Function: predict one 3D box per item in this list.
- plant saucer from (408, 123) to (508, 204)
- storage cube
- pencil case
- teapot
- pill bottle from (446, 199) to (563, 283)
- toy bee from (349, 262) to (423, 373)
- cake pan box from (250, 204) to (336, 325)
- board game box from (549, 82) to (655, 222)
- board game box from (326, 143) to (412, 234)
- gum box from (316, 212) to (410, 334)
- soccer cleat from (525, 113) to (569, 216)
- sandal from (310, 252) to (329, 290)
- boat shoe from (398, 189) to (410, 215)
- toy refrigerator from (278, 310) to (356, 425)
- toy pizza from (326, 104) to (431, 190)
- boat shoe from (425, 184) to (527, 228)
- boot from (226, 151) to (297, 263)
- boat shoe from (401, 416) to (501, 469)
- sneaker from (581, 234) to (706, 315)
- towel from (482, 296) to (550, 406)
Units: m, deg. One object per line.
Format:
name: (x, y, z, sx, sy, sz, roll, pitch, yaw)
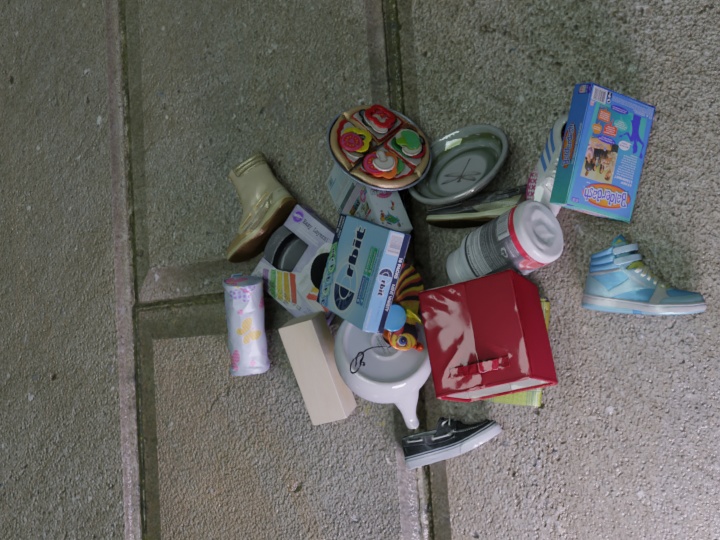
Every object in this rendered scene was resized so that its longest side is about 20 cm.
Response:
plant saucer: (0.182, -0.181, 1.498, 0.199, 0.050, 0.201, -22, 39, 19)
storage cube: (0.216, 0.116, 1.396, 0.170, 0.200, 0.182, -16, 74, 23)
pencil case: (-0.229, 0.110, 1.655, 0.082, 0.091, 0.202, -6, 105, -13)
teapot: (0.039, 0.161, 1.527, 0.195, 0.146, 0.201, 15, 61, 5)
pill bottle: (0.243, -0.033, 1.433, 0.199, 0.110, 0.112, -31, 73, 46)
toy bee: (0.067, 0.091, 1.437, 0.108, 0.131, 0.201, 22, 110, -20)
cake pan box: (-0.102, -0.006, 1.649, 0.200, 0.052, 0.185, 40, 101, 21)
board game box: (0.405, -0.193, 1.379, 0.045, 0.151, 0.202, 14, 92, 62)
board game box: (0.013, -0.125, 1.545, 0.202, 0.064, 0.148, 70, 155, 19)
gum box: (0.000, 0.000, 1.426, 0.200, 0.044, 0.172, 27, 102, 62)
soccer cleat: (0.339, -0.179, 1.420, 0.069, 0.086, 0.202, 18, 85, -9)
sandal: (-0.020, 0.022, 1.550, 0.199, 0.045, 0.076, 22, 85, 40)
boat shoe: (0.066, -0.161, 1.578, 0.066, 0.070, 0.202, -15, 72, -16)
toy refrigerator: (-0.081, 0.186, 1.590, 0.075, 0.070, 0.202, -17, 97, 22)
toy pizza: (0.037, -0.230, 1.497, 0.201, 0.199, 0.032, 52, 149, 18)
boat shoe: (0.216, -0.117, 1.504, 0.198, 0.073, 0.066, -5, 80, 14)
boot: (-0.232, -0.128, 1.705, 0.200, 0.073, 0.156, -47, 64, 26)
boat shoe: (0.157, 0.300, 1.497, 0.199, 0.072, 0.071, -26, 81, 23)
sneaker: (0.470, 0.007, 1.372, 0.198, 0.079, 0.132, 4, 89, 24)
towel: (0.266, 0.138, 1.487, 0.142, 0.023, 0.202, 3, 89, 24)
